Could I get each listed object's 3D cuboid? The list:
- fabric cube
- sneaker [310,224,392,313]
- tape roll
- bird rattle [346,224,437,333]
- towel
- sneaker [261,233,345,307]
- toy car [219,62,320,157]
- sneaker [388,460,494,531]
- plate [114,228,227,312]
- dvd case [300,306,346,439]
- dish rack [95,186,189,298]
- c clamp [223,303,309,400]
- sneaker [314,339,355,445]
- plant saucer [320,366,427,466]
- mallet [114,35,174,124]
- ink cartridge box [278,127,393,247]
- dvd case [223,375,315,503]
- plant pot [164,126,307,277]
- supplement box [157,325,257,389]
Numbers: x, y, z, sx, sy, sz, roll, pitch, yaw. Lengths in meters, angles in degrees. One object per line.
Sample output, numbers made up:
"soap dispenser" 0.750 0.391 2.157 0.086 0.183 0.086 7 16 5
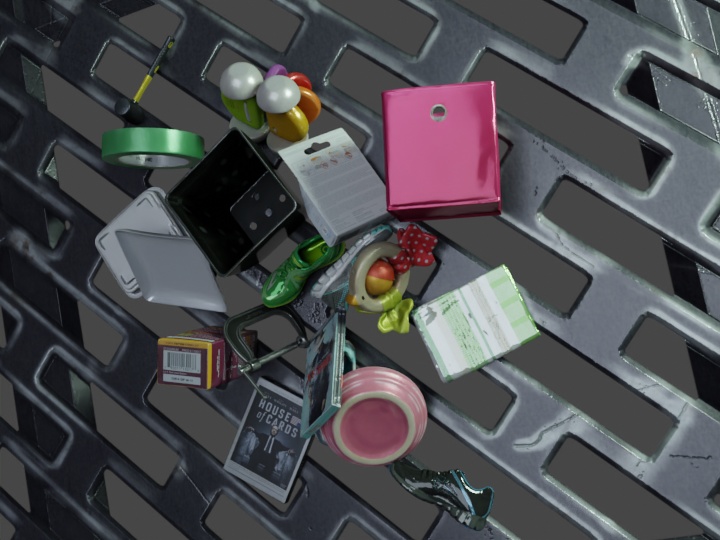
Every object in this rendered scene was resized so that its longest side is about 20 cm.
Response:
"fabric cube" 0.144 -0.199 1.494 0.193 0.200 0.202 -3 87 9
"sneaker" 0.000 0.000 1.623 0.091 0.078 0.200 44 105 -1
"tape roll" -0.409 -0.239 1.696 0.198 0.200 0.049 -2 88 19
"bird rattle" 0.053 0.011 1.541 0.112 0.162 0.202 36 110 43
"towel" 0.208 0.098 1.563 0.198 0.031 0.151 -28 81 14
"sneaker" -0.120 -0.011 1.642 0.200 0.083 0.074 -41 67 7
"toy car" -0.168 -0.330 1.655 0.198 0.176 0.151 22 60 19
"sneaker" 0.146 0.388 1.553 0.198 0.073 0.083 27 85 10
"plate" -0.370 -0.005 1.706 0.197 0.201 0.033 6 45 19
"dvd case" -0.068 0.186 1.560 0.146 0.022 0.202 -50 29 48
"dish rack" -0.460 -0.060 1.789 0.199 0.043 0.172 -39 76 13
"c clamp" -0.170 0.140 1.613 0.171 0.199 0.027 45 133 15
"sneaker" -0.051 0.229 1.600 0.077 0.086 0.203 7 91 -9
"plant saucer" 0.024 0.275 1.554 0.198 0.051 0.203 0 111 -1
"mallet" -0.449 -0.402 1.788 0.041 0.066 0.202 29 97 19
"ink cartridge box" -0.045 -0.157 1.597 0.201 0.159 0.047 54 146 15
"dvd case" -0.170 0.330 1.681 0.149 0.025 0.202 24 96 18
"plant pot" -0.213 -0.121 1.636 0.199 0.177 0.201 -42 77 12
"supplement box" -0.288 0.163 1.634 0.109 0.200 0.087 4 95 20
